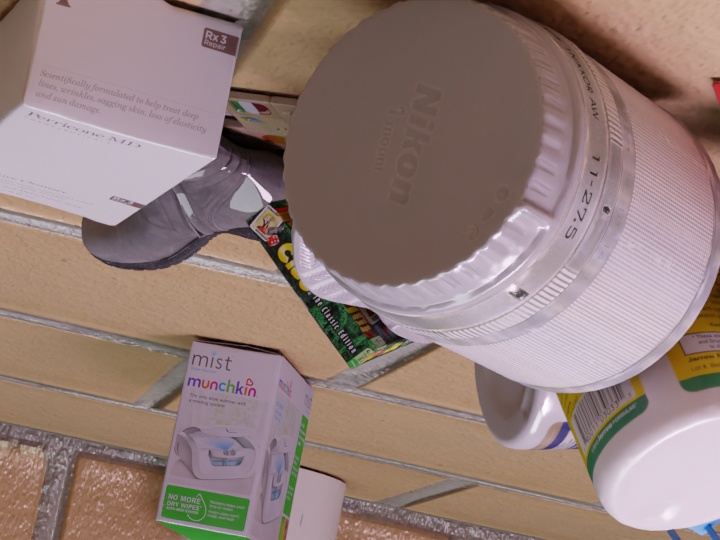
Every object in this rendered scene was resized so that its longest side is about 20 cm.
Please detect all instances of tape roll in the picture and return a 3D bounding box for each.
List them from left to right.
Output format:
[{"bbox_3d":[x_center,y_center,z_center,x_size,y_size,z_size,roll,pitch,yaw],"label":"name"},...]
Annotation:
[{"bbox_3d":[-0.129,0.325,3.334,0.202,0.139,0.203,11,168,2],"label":"tape roll"}]

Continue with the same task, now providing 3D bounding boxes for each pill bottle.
[{"bbox_3d":[0.188,0.064,1.736,0.200,0.111,0.111,1,173,-22],"label":"pill bottle"},{"bbox_3d":[0.152,0.031,1.393,0.113,0.200,0.113,-13,143,-10],"label":"pill bottle"}]

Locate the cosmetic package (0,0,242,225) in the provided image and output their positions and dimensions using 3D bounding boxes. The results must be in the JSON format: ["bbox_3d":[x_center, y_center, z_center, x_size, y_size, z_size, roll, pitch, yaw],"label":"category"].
[{"bbox_3d":[-0.150,-0.091,1.401,0.113,0.081,0.200,15,167,-17],"label":"cosmetic package"}]

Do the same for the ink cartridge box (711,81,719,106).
[{"bbox_3d":[0.277,-0.012,1.260,0.200,0.045,0.176,3,135,37],"label":"ink cartridge box"}]

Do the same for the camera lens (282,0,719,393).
[{"bbox_3d":[0.075,-0.034,1.265,0.160,0.160,0.200,3,167,35],"label":"camera lens"}]

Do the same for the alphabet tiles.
[{"bbox_3d":[-0.046,-0.078,1.570,0.167,0.008,0.200,8,169,15],"label":"alphabet tiles"}]

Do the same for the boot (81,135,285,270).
[{"bbox_3d":[-0.134,-0.059,1.596,0.200,0.070,0.132,-13,152,40],"label":"boot"}]

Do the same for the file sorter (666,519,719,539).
[{"bbox_3d":[0.301,0.133,1.695,0.139,0.200,0.123,32,-160,-55],"label":"file sorter"}]

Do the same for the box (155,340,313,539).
[{"bbox_3d":[-0.119,0.174,2.463,0.097,0.177,0.200,10,169,10],"label":"box"}]

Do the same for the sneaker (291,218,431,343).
[{"bbox_3d":[0.007,-0.039,1.419,0.077,0.112,0.200,-19,154,13],"label":"sneaker"}]

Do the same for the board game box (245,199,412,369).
[{"bbox_3d":[0.000,0.000,1.519,0.105,0.023,0.200,52,-164,6],"label":"board game box"}]
